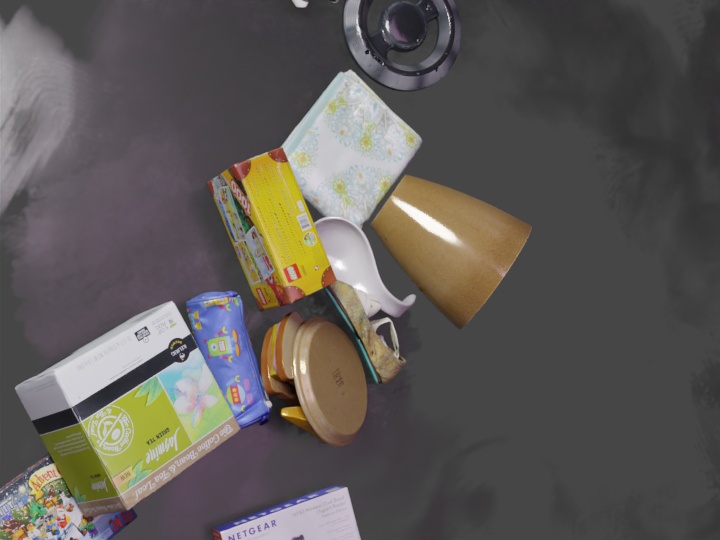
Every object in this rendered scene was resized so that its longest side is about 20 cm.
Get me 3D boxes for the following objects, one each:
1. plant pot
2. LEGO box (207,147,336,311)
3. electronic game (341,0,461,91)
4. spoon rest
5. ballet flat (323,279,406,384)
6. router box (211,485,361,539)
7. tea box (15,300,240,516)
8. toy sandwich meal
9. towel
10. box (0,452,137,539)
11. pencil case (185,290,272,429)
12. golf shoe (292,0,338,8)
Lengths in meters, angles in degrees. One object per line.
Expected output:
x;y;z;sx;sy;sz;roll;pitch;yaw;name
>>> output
0.121;-0.048;1.717;0.199;0.186;0.187;36;72;-1;plant pot
-0.125;-0.055;1.615;0.077;0.149;0.202;-24;93;-23;LEGO box
0.065;-0.376;1.788;0.198;0.042;0.203;2;85;-21;electronic game
0.000;0.000;1.702;0.200;0.061;0.099;40;109;-16;spoon rest
0.010;0.076;1.678;0.071;0.070;0.201;-40;120;-21;ballet flat
-0.092;0.421;1.631;0.198;0.049;0.182;-16;91;-23;router box
-0.299;0.180;1.500;0.199;0.133;0.198;-34;99;-40;tea box
-0.064;0.158;1.645;0.205;0.070;0.207;39;43;-48;toy sandwich meal
-0.019;-0.176;1.728;0.171;0.048;0.201;41;71;-13;towel
-0.403;0.322;1.490;0.200;0.038;0.137;-37;100;-37;box
-0.181;0.126;1.607;0.086;0.078;0.202;-15;91;12;pencil case
-0.034;-0.457;1.748;0.198;0.078;0.095;-24;111;-22;golf shoe
